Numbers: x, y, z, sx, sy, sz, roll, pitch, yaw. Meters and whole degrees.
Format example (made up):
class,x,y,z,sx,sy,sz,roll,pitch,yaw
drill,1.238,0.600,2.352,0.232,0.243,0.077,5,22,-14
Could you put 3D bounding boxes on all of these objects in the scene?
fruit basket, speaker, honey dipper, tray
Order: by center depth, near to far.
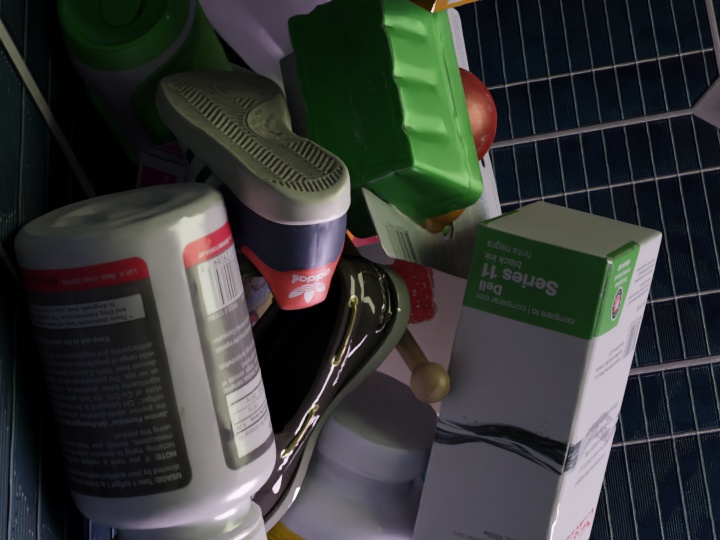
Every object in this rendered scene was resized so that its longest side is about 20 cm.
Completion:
class,x,y,z,sx,sy,sz,roll,pitch,yaw
honey dipper,0.000,0.000,1.198,0.201,0.038,0.038,57,-9,39
fruit basket,0.030,-0.084,1.217,0.200,0.093,0.187,19,58,-68
speaker,-0.119,-0.117,1.269,0.200,0.087,0.089,64,19,-65
tray,-0.014,-0.145,1.310,0.200,0.107,0.022,45,27,-42

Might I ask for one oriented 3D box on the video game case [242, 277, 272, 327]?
class,x,y,z,sx,sy,sz,roll,pitch,yaw
video game case,-0.068,0.051,1.266,0.200,0.023,0.184,-23,122,-63

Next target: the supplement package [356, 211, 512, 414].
class,x,y,z,sx,sy,sz,roll,pitch,yaw
supplement package,0.054,0.038,1.390,0.119,0.198,0.123,2,77,-57

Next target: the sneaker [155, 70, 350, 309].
class,x,y,z,sx,sy,sz,roll,pitch,yaw
sneaker,-0.064,-0.045,1.134,0.200,0.074,0.085,-126,-146,-57

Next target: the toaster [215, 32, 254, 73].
class,x,y,z,sx,sy,sz,roll,pitch,yaw
toaster,-0.052,-0.108,1.448,0.199,0.113,0.130,27,-32,47

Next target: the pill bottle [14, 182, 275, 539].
class,x,y,z,sx,sy,sz,roll,pitch,yaw
pill bottle,-0.104,0.064,1.074,0.111,0.109,0.202,-68,148,-75

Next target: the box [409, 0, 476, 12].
class,x,y,z,sx,sy,sz,roll,pitch,yaw
box,0.030,-0.197,1.191,0.042,0.118,0.200,-64,166,18

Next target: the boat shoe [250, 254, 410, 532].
class,x,y,z,sx,sy,sz,roll,pitch,yaw
boat shoe,-0.053,0.075,1.156,0.072,0.202,0.060,42,13,33

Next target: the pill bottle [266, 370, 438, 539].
class,x,y,z,sx,sy,sz,roll,pitch,yaw
pill bottle,-0.025,0.161,1.239,0.112,0.111,0.201,-84,-164,-63

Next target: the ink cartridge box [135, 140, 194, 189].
class,x,y,z,sx,sy,sz,roll,pitch,yaw
ink cartridge box,-0.078,-0.030,1.279,0.200,0.042,0.121,-25,130,-60

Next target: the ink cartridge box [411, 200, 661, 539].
class,x,y,z,sx,sy,sz,roll,pitch,yaw
ink cartridge box,0.102,0.071,1.209,0.146,0.082,0.202,-20,123,-71

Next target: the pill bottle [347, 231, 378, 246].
class,x,y,z,sx,sy,sz,roll,pitch,yaw
pill bottle,-0.015,0.031,1.571,0.201,0.113,0.115,55,22,-36
